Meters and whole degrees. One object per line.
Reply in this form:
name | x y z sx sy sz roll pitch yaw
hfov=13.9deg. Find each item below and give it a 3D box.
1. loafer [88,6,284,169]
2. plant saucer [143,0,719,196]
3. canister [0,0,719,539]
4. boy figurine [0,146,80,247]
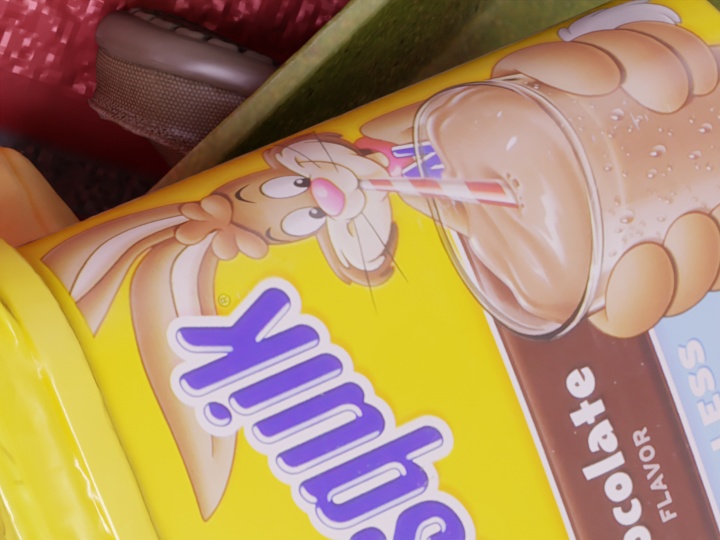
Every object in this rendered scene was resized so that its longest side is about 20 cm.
loafer | 0.000 0.000 0.798 0.200 0.076 0.068 35 87 -30
plant saucer | 0.062 0.005 0.738 0.200 0.048 0.200 -44 100 -20
canister | 0.008 0.035 0.642 0.199 0.086 0.149 -24 94 -24
boy figurine | -0.093 0.072 0.704 0.124 0.064 0.201 10 105 -27
